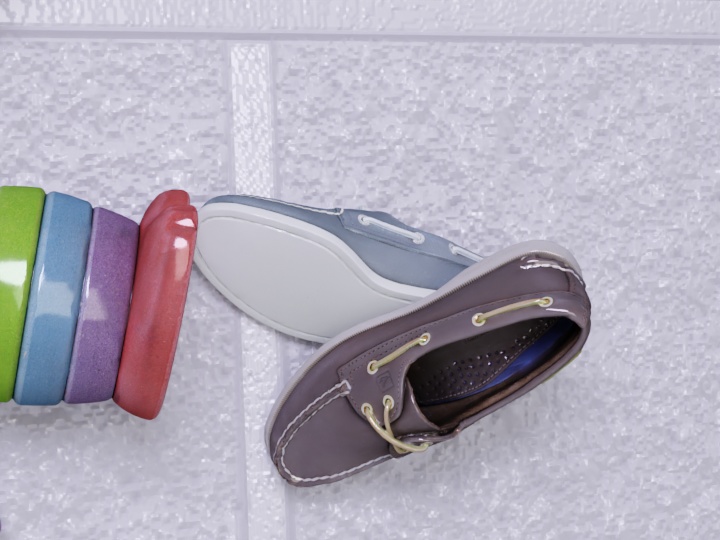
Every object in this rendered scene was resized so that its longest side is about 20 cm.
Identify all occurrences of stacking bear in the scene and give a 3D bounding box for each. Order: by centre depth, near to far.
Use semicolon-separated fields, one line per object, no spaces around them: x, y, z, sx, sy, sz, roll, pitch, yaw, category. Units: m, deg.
-0.188;0.004;0.740;0.199;0.121;0.114;10;97;-11;stacking bear

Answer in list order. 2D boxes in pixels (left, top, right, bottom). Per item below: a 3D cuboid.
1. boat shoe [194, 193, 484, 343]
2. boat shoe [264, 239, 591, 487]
0.000;0.000;0.842;0.199;0.073;0.062;20;40;-12;boat shoe
0.032;0.059;0.800;0.199;0.060;0.072;-32;117;14;boat shoe
